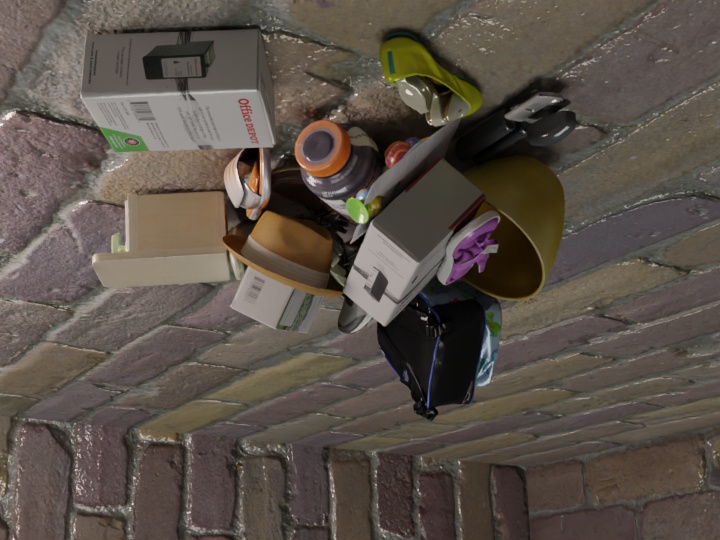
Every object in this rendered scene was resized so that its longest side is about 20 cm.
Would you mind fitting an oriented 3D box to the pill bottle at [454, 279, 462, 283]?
[{"bbox_3d":[0.094,0.008,1.701,0.200,0.109,0.109,19,165,16],"label":"pill bottle"}]

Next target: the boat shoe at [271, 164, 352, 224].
[{"bbox_3d":[-0.043,-0.105,1.530,0.200,0.068,0.072,12,157,-31],"label":"boat shoe"}]

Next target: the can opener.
[{"bbox_3d":[0.194,-0.177,1.350,0.053,0.067,0.200,9,163,-29],"label":"can opener"}]

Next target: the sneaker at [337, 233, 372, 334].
[{"bbox_3d":[0.000,0.000,1.550,0.079,0.200,0.074,11,-160,-23],"label":"sneaker"}]

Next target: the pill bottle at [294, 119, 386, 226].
[{"bbox_3d":[-0.011,-0.130,1.406,0.106,0.106,0.200,-9,159,23],"label":"pill bottle"}]

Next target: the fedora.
[{"bbox_3d":[-0.096,-0.033,1.489,0.201,0.082,0.201,23,-171,-4],"label":"fedora"}]

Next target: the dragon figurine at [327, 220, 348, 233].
[{"bbox_3d":[-0.088,-0.045,1.708,0.059,0.099,0.200,14,173,-32],"label":"dragon figurine"}]

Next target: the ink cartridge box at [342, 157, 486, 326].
[{"bbox_3d":[0.067,-0.033,1.384,0.084,0.144,0.200,42,153,9],"label":"ink cartridge box"}]

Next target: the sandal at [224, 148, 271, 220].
[{"bbox_3d":[-0.163,-0.118,1.475,0.059,0.079,0.207,1,163,-12],"label":"sandal"}]

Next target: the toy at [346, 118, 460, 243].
[{"bbox_3d":[0.048,-0.129,1.338,0.047,0.200,0.115,36,142,12],"label":"toy"}]

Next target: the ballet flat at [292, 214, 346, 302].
[{"bbox_3d":[-0.037,-0.008,1.611,0.068,0.075,0.200,-41,125,-3],"label":"ballet flat"}]

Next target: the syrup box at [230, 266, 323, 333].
[{"bbox_3d":[-0.121,0.042,1.604,0.081,0.079,0.200,25,180,11],"label":"syrup box"}]

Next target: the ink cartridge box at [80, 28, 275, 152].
[{"bbox_3d":[-0.204,-0.205,1.217,0.200,0.084,0.146,-1,161,2],"label":"ink cartridge box"}]

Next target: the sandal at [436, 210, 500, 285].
[{"bbox_3d":[0.151,-0.022,1.368,0.082,0.050,0.203,-36,168,-13],"label":"sandal"}]

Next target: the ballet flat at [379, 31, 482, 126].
[{"bbox_3d":[0.084,-0.209,1.241,0.067,0.067,0.200,-13,157,30],"label":"ballet flat"}]

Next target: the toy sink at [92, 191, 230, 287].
[{"bbox_3d":[-0.304,-0.050,1.617,0.200,0.112,0.130,-4,161,-5],"label":"toy sink"}]

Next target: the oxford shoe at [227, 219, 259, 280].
[{"bbox_3d":[-0.169,-0.038,1.622,0.058,0.075,0.200,-6,-165,4],"label":"oxford shoe"}]

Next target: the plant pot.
[{"bbox_3d":[0.203,-0.078,1.460,0.200,0.142,0.200,30,151,19],"label":"plant pot"}]

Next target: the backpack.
[{"bbox_3d":[0.113,0.091,1.565,0.147,0.183,0.200,-7,-153,-25],"label":"backpack"}]
